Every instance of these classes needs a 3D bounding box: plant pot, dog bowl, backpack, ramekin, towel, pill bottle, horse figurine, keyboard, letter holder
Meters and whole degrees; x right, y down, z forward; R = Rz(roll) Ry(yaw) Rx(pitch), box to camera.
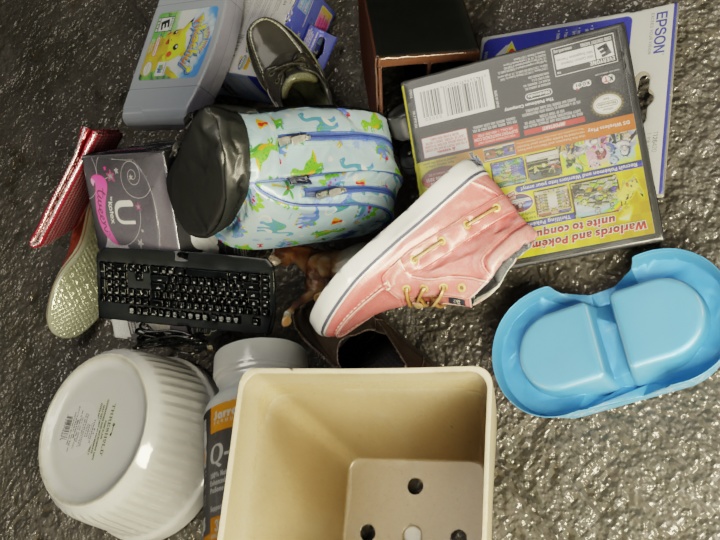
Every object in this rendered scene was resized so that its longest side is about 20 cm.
[{"bbox_3d":[0.017,0.199,0.662,0.197,0.177,0.203,-2,67,18],"label":"plant pot"},{"bbox_3d":[0.208,0.059,0.696,0.198,0.049,0.113,-21,59,23],"label":"dog bowl"},{"bbox_3d":[-0.058,-0.089,0.787,0.155,0.198,0.163,62,147,7],"label":"backpack"},{"bbox_3d":[-0.249,0.180,0.902,0.198,0.105,0.203,-13,63,28],"label":"ramekin"},{"bbox_3d":[-0.328,-0.102,0.979,0.146,0.022,0.200,-62,11,4],"label":"towel"},{"bbox_3d":[-0.091,0.174,0.796,0.115,0.116,0.203,-19,60,24],"label":"pill bottle"},{"bbox_3d":[0.000,0.000,0.826,0.197,0.051,0.133,-10,24,7],"label":"horse figurine"},{"bbox_3d":[-0.176,0.036,0.820,0.197,0.040,0.106,3,105,20],"label":"keyboard"},{"bbox_3d":[0.054,-0.223,0.890,0.099,0.143,0.202,-5,48,-3],"label":"letter holder"}]

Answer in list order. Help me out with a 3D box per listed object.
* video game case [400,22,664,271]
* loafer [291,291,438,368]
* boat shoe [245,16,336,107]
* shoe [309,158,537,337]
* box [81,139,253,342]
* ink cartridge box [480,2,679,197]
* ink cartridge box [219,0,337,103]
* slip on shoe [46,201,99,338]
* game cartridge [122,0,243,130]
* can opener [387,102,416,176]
[{"bbox_3d":[0.144,-0.097,0.729,0.197,0.025,0.184,-11,86,20],"label":"video game case"},{"bbox_3d":[0.000,0.067,0.813,0.199,0.071,0.074,30,86,38],"label":"loafer"},{"bbox_3d":[-0.067,-0.202,0.936,0.071,0.066,0.203,-28,82,-3],"label":"boat shoe"},{"bbox_3d":[0.052,0.007,0.708,0.200,0.071,0.091,-43,73,8],"label":"shoe"},{"bbox_3d":[-0.202,-0.034,0.905,0.131,0.114,0.203,2,104,33],"label":"box"},{"bbox_3d":[0.196,-0.143,0.799,0.198,0.047,0.200,0,68,31],"label":"ink cartridge box"},{"bbox_3d":[-0.122,-0.286,1.048,0.198,0.076,0.138,17,81,38],"label":"ink cartridge box"},{"bbox_3d":[-0.349,-0.009,1.082,0.061,0.073,0.203,-8,63,55],"label":"slip on shoe"},{"bbox_3d":[-0.212,-0.268,1.033,0.132,0.040,0.203,6,74,31],"label":"game cartridge"},{"bbox_3d":[0.124,-0.131,0.778,0.197,0.079,0.064,-8,56,22],"label":"can opener"}]
